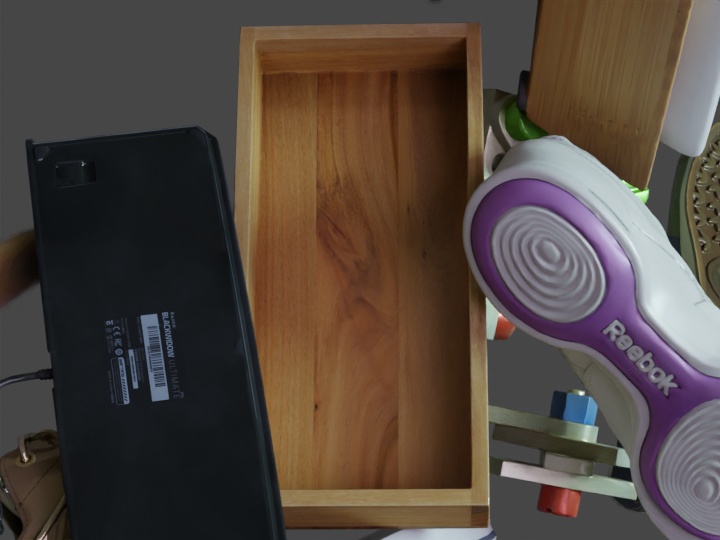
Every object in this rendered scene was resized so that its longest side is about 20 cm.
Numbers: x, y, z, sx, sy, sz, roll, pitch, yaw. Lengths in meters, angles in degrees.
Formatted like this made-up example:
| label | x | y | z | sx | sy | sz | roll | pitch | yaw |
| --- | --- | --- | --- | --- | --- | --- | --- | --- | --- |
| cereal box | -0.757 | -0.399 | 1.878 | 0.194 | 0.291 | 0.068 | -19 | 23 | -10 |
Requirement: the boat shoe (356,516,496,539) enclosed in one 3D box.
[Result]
| label | x | y | z | sx | sy | sz | roll | pitch | yaw |
| --- | --- | --- | --- | --- | --- | --- | --- | --- | --- |
| boat shoe | -0.018 | 0.147 | 0.780 | 0.200 | 0.072 | 0.066 | -20 | 86 | -45 |

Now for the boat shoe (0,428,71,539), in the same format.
| label | x | y | z | sx | sy | sz | roll | pitch | yaw |
| --- | --- | --- | --- | --- | --- | --- | --- | --- | --- |
| boat shoe | -0.112 | 0.093 | 0.783 | 0.066 | 0.074 | 0.201 | 27 | 67 | -4 |

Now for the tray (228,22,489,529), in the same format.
| label | x | y | z | sx | sy | sz | roll | pitch | yaw |
| --- | --- | --- | --- | --- | --- | --- | --- | --- | --- |
| tray | 0.000 | 0.000 | 0.810 | 0.098 | 0.037 | 0.201 | -1 | 67 | 3 |

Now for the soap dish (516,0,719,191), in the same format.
| label | x | y | z | sx | sy | sz | roll | pitch | yaw |
| --- | --- | --- | --- | --- | --- | --- | --- | --- | --- |
| soap dish | 0.116 | -0.159 | 0.847 | 0.081 | 0.158 | 0.201 | 7 | 49 | 3 |

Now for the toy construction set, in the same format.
| label | x | y | z | sx | sy | sz | roll | pitch | yaw |
| --- | --- | --- | --- | --- | --- | --- | --- | --- | --- |
| toy construction set | 0.066 | 0.005 | 0.889 | 0.131 | 0.092 | 0.201 | 12 | 73 | -32 |

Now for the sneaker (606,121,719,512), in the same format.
| label | x | y | z | sx | sy | sz | roll | pitch | yaw |
| --- | --- | --- | --- | --- | --- | --- | --- | --- | --- |
| sneaker | 0.145 | 0.024 | 0.945 | 0.067 | 0.090 | 0.201 | 30 | 44 | -20 |

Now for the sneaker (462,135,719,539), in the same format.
| label | x | y | z | sx | sy | sz | roll | pitch | yaw |
| --- | --- | --- | --- | --- | --- | --- | --- | --- | --- |
| sneaker | 0.120 | 0.027 | 0.806 | 0.200 | 0.075 | 0.100 | 54 | 22 | -11 |

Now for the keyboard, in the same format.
| label | x | y | z | sx | sy | sz | roll | pitch | yaw |
| --- | --- | --- | --- | --- | --- | --- | --- | --- | --- |
| keyboard | -0.101 | 0.039 | 0.767 | 0.126 | 0.021 | 0.201 | -6 | 62 | -9 |
